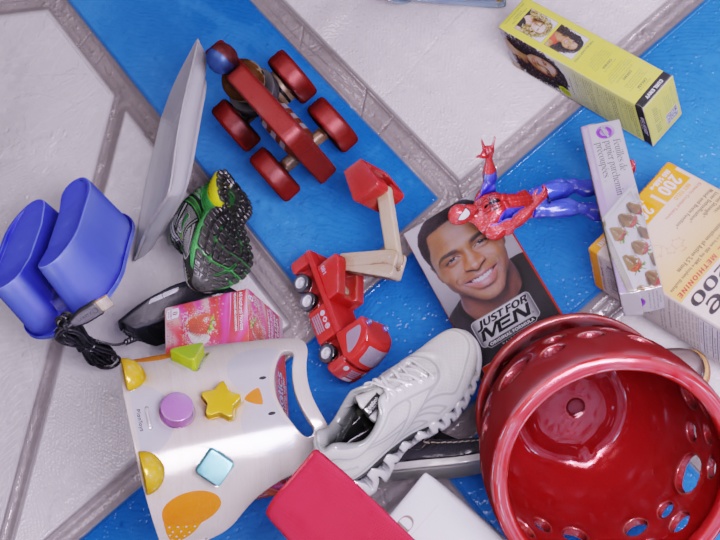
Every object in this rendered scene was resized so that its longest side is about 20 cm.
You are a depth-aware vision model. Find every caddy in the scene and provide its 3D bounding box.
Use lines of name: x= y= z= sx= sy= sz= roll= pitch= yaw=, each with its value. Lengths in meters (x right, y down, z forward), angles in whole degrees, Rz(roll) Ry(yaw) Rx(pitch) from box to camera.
caddy: x=-0.332 y=-0.010 z=1.457 sx=0.141 sy=0.105 sz=0.200 roll=-23 pitch=36 yaw=20

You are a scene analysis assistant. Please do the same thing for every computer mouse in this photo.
computer mouse: x=-0.231 y=0.039 z=1.377 sx=0.200 sy=0.140 sz=0.046 roll=-22 pitch=63 yaw=12

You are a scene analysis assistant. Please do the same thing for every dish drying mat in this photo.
dish drying mat: x=0.004 y=0.236 z=1.057 sx=0.077 sy=0.018 sz=0.200 roll=-48 pitch=56 yaw=-4

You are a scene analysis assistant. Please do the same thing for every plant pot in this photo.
plant pot: x=0.190 y=0.139 z=1.068 sx=0.200 sy=0.201 sz=0.183 roll=-36 pitch=15 yaw=3

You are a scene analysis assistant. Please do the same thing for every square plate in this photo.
square plate: x=-0.214 y=-0.131 z=1.454 sx=0.028 sy=0.200 sz=0.198 roll=15 pitch=65 yaw=-16

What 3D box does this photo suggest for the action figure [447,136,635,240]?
action figure: x=0.183 y=-0.084 z=1.243 sx=0.200 sy=0.099 sz=0.065 roll=-12 pitch=55 yaw=-8

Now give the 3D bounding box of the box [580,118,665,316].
box: x=0.241 y=-0.051 z=1.178 sx=0.039 sy=0.041 sz=0.200 roll=-12 pitch=54 yaw=9

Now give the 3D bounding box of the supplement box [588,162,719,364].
supplement box: x=0.329 y=0.002 z=1.183 sx=0.200 sy=0.074 sz=0.126 roll=34 pitch=72 yaw=32

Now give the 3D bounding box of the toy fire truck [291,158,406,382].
toy fire truck: x=0.000 y=0.000 z=1.330 sx=0.141 sy=0.049 sz=0.200 roll=-37 pitch=55 yaw=23

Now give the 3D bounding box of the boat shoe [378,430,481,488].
boat shoe: x=0.046 y=0.173 z=1.237 sx=0.200 sy=0.074 sz=0.060 roll=-12 pitch=66 yaw=27

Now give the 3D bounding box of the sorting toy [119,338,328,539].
sorting toy: x=-0.126 y=0.137 z=1.214 sx=0.180 sy=0.107 sz=0.200 roll=-15 pitch=61 yaw=-7

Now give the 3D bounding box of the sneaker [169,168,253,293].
sneaker: x=-0.169 y=-0.030 z=1.406 sx=0.085 sy=0.078 sz=0.200 roll=-34 pitch=24 yaw=17

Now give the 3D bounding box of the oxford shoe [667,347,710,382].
oxford shoe: x=0.225 y=0.111 z=1.184 sx=0.200 sy=0.073 sz=0.071 roll=-19 pitch=59 yaw=10

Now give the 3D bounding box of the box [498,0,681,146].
box: x=0.239 y=-0.210 z=1.338 sx=0.200 sy=0.075 sz=0.050 roll=37 pitch=81 yaw=34

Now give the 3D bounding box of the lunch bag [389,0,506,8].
lunch bag: x=0.081 y=-0.402 z=1.472 sx=0.200 sy=0.127 sz=0.170 roll=7 pitch=70 yaw=16

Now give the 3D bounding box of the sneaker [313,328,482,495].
sneaker: x=0.036 y=0.122 z=1.182 sx=0.200 sy=0.081 sz=0.075 roll=-45 pitch=47 yaw=-17

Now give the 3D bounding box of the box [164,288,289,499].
box: x=-0.136 y=0.132 z=1.318 sx=0.100 sy=0.095 sz=0.200 roll=-14 pitch=61 yaw=16

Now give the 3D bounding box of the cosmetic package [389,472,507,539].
cosmetic package: x=0.095 y=0.315 z=1.087 sx=0.167 sy=0.166 sz=0.200 roll=-49 pitch=56 yaw=-5

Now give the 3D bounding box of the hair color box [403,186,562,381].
hair color box: x=0.132 y=0.024 z=1.276 sx=0.101 sy=0.061 sz=0.200 roll=-32 pitch=56 yaw=6

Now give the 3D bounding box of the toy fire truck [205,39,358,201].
toy fire truck: x=-0.102 y=-0.182 z=1.406 sx=0.112 sy=0.168 sz=0.200 roll=-40 pitch=67 yaw=1
